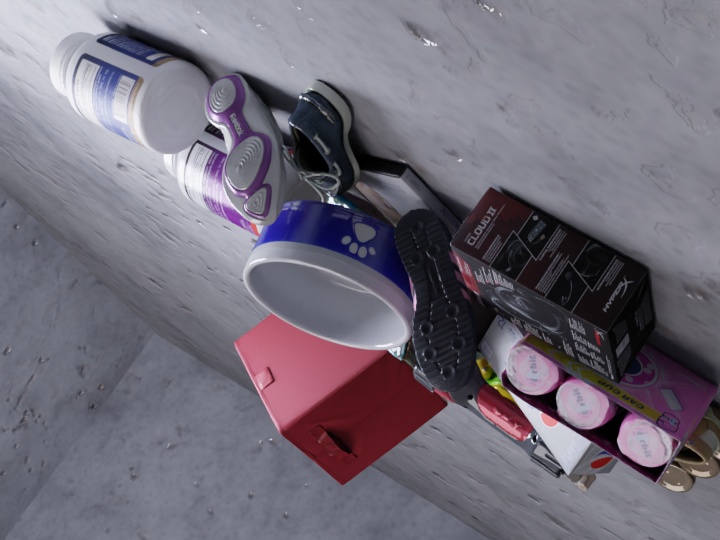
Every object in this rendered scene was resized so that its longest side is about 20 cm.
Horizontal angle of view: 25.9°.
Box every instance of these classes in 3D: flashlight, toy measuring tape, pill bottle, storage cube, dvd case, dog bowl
[{"bbox_3d":[0.155,0.149,1.744,0.200,0.068,0.068,35,-164,16],"label":"flashlight"},{"bbox_3d":[0.207,0.173,1.807,0.200,0.074,0.074,45,168,-1],"label":"toy measuring tape"},{"bbox_3d":[-0.276,-0.217,1.844,0.199,0.111,0.111,26,165,38],"label":"pill bottle"},{"bbox_3d":[-0.140,-0.113,1.861,0.199,0.113,0.113,28,166,35],"label":"pill bottle"},{"bbox_3d":[-0.026,0.132,2.025,0.171,0.179,0.200,46,-171,-47],"label":"storage cube"},{"bbox_3d":[0.065,-0.058,1.731,0.200,0.018,0.142,43,165,-32],"label":"dvd case"},{"bbox_3d":[-0.025,0.007,1.735,0.199,0.079,0.200,19,156,8],"label":"dog bowl"}]

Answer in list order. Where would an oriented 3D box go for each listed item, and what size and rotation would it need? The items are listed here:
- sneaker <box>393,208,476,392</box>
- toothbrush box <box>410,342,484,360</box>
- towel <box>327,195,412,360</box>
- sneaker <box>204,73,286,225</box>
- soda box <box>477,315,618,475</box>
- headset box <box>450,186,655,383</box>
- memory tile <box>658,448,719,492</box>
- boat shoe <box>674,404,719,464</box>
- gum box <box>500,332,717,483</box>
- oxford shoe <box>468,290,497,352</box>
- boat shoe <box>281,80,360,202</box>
[{"bbox_3d":[0.090,0.036,1.630,0.070,0.201,0.082,-16,157,19],"label":"sneaker"},{"bbox_3d":[0.107,0.067,1.932,0.146,0.085,0.200,25,165,43],"label":"toothbrush box"},{"bbox_3d":[0.000,0.000,1.868,0.200,0.022,0.147,37,128,38],"label":"towel"},{"bbox_3d":[-0.106,-0.125,1.699,0.100,0.075,0.201,39,-152,-48],"label":"sneaker"},{"bbox_3d":[0.212,0.129,1.703,0.068,0.064,0.200,2,-140,-38],"label":"soda box"},{"bbox_3d":[0.182,0.012,1.534,0.199,0.077,0.149,31,167,24],"label":"headset box"},{"bbox_3d":[0.323,0.168,1.756,0.200,0.017,0.153,37,143,-4],"label":"memory tile"},{"bbox_3d":[0.293,0.171,1.704,0.199,0.076,0.072,4,134,34],"label":"boat shoe"},{"bbox_3d":[0.254,0.118,1.619,0.199,0.113,0.066,32,128,16],"label":"gum box"},{"bbox_3d":[0.140,0.051,1.793,0.071,0.071,0.200,46,-177,33],"label":"oxford shoe"},{"bbox_3d":[-0.043,-0.124,1.641,0.075,0.062,0.200,39,164,13],"label":"boat shoe"}]
